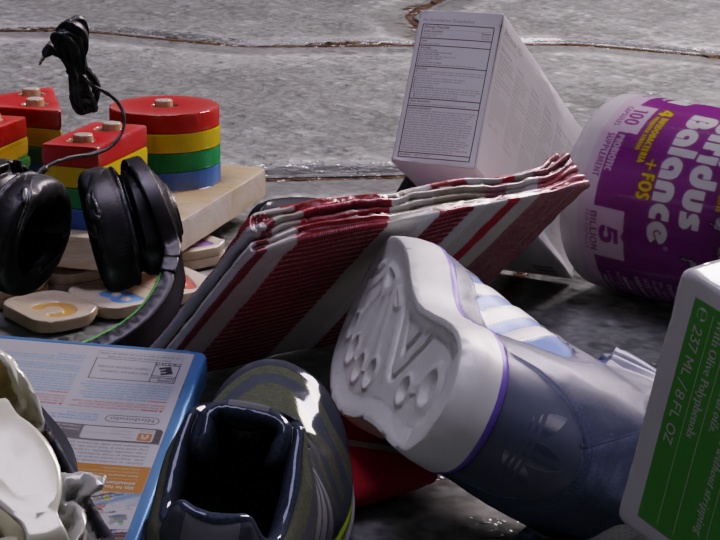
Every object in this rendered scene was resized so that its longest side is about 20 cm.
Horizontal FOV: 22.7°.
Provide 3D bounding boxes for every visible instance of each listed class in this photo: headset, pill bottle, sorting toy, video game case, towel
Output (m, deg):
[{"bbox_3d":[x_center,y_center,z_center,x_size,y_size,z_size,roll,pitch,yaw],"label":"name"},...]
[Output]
[{"bbox_3d":[-0.149,-0.033,0.899,0.122,0.094,0.201,-1,46,2],"label":"headset"},{"bbox_3d":[0.217,-0.027,0.967,0.199,0.113,0.112,14,21,36],"label":"pill bottle"},{"bbox_3d":[-0.181,-0.064,1.074,0.198,0.070,0.199,5,16,16],"label":"sorting toy"},{"bbox_3d":[-0.146,0.081,0.687,0.142,0.018,0.200,5,27,4],"label":"video game case"},{"bbox_3d":[0.000,0.000,0.866,0.199,0.144,0.023,-12,67,-36],"label":"towel"}]

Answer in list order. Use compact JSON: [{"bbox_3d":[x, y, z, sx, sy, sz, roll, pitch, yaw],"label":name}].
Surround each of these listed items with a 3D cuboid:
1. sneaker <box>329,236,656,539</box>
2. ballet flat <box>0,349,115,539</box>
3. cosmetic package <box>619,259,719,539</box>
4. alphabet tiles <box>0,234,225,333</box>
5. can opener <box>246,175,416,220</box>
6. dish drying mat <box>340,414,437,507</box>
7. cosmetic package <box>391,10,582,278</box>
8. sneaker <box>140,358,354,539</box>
[{"bbox_3d":[0.074,0.058,0.748,0.146,0.081,0.200,24,7,-15],"label":"sneaker"},{"bbox_3d":[-0.127,0.066,0.622,0.072,0.074,0.200,-6,28,-24],"label":"ballet flat"},{"bbox_3d":[0.191,0.080,0.579,0.084,0.108,0.200,-13,33,-38],"label":"cosmetic package"},{"bbox_3d":[-0.182,-0.006,1.026,0.199,0.015,0.195,-12,22,-38],"label":"alphabet tiles"},{"bbox_3d":[-0.007,-0.021,0.946,0.063,0.079,0.200,15,9,26],"label":"can opener"},{"bbox_3d":[-0.071,0.090,0.727,0.198,0.018,0.077,-8,22,-29],"label":"dish drying mat"},{"bbox_3d":[0.075,-0.063,0.966,0.050,0.083,0.200,8,-13,23],"label":"cosmetic package"},{"bbox_3d":[-0.037,0.077,0.645,0.073,0.082,0.200,9,24,0],"label":"sneaker"}]
